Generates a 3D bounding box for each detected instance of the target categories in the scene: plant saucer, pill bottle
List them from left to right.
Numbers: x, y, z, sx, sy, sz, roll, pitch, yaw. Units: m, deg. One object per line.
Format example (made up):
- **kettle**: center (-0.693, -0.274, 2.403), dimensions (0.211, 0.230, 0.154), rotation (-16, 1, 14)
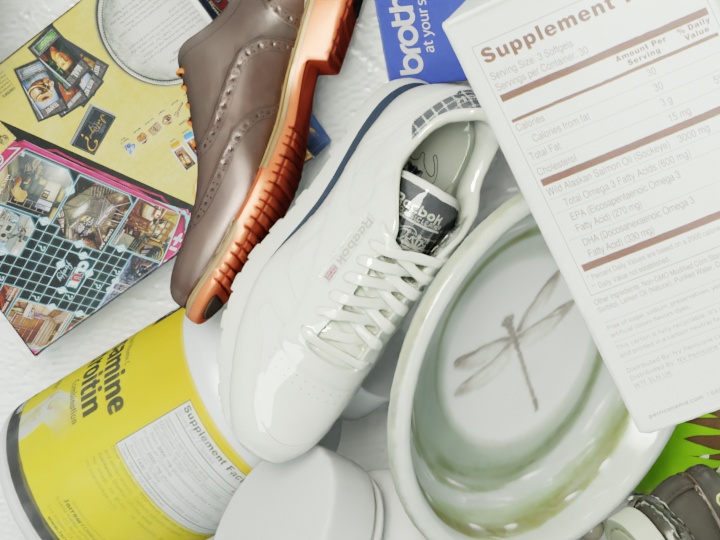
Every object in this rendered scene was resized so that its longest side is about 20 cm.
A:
- **pill bottle**: center (-0.081, 0.076, 1.357), dimensions (0.199, 0.112, 0.112), rotation (-31, 98, 23)
- **pill bottle**: center (0.029, 0.168, 1.311), dimensions (0.200, 0.114, 0.113), rotation (30, 118, -30)
- **plant saucer**: center (0.080, 0.041, 1.262), dimensions (0.050, 0.199, 0.201), rotation (29, 120, 46)

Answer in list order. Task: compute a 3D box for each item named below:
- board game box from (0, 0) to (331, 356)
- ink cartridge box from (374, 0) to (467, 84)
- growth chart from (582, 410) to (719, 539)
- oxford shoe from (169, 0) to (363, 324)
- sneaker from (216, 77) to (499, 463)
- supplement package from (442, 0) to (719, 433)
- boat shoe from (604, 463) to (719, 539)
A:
- **board game box**: center (-0.133, -0.064, 1.366), dimensions (0.200, 0.035, 0.136), rotation (-34, 97, 23)
- **ink cartridge box**: center (0.045, -0.192, 1.264), dimensions (0.093, 0.044, 0.201), rotation (-5, 107, 20)
- **growth chart**: center (0.184, 0.061, 1.327), dimensions (0.199, 0.018, 0.145), rotation (-16, 104, 22)
- **oxford shoe**: center (-0.060, -0.073, 1.286), dimensions (0.072, 0.071, 0.201), rotation (20, 80, 6)
- **sneaker**: center (0.000, 0.000, 1.241), dimensions (0.076, 0.080, 0.201), rotation (28, 86, -29)
- **supplement package**: center (0.139, -0.053, 1.141), dimensions (0.117, 0.117, 0.201), rotation (-22, 101, 23)
- **boat shoe**: center (0.193, 0.191, 1.339), dimensions (0.060, 0.072, 0.202), rotation (-35, 114, -15)
